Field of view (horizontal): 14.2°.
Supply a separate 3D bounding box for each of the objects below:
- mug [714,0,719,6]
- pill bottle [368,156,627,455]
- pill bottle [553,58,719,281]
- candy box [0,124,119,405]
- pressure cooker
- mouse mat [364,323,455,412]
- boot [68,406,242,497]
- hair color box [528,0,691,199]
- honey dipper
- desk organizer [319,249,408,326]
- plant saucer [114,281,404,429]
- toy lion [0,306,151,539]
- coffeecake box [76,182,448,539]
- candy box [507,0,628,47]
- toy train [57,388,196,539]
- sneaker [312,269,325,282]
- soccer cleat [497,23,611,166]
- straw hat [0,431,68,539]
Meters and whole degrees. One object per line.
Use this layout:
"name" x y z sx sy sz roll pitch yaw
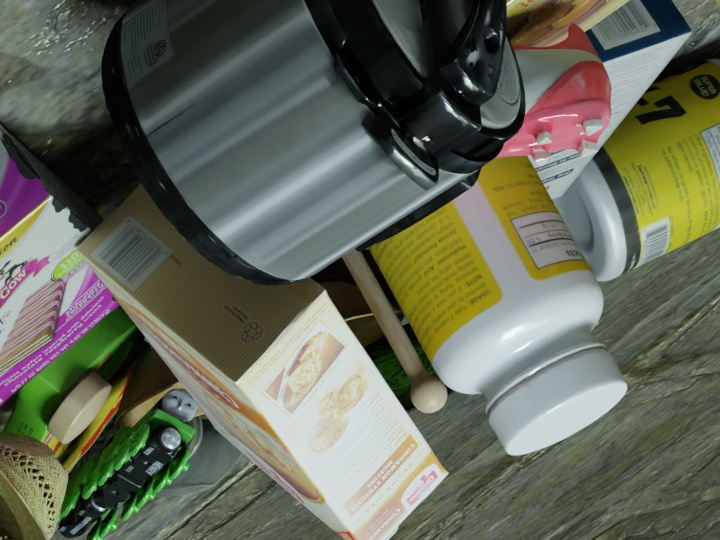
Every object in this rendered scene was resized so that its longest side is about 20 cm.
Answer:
"mug" 0.265 -0.200 1.725 0.149 0.187 0.153 23 154 -12
"pill bottle" 0.075 0.003 1.712 0.111 0.201 0.111 -25 162 -9
"pill bottle" 0.231 -0.082 2.058 0.199 0.115 0.114 -25 162 -17
"candy box" -0.212 0.005 1.646 0.136 0.061 0.200 -40 161 1
"pressure cooker" -0.010 -0.106 1.484 0.200 0.176 0.178 -33 174 24
"mouse mat" 0.040 0.057 1.860 0.199 0.008 0.161 -25 -164 29
"boot" -0.140 0.129 2.078 0.181 0.073 0.200 -13 166 31
"hair color box" 0.123 -0.110 1.894 0.100 0.061 0.200 -20 159 -34
"honey dipper" 0.000 0.000 1.766 0.038 0.201 0.038 -27 163 -9
"desk organizer" 0.036 0.006 1.982 0.199 0.077 0.072 -3 128 3
"plant saucer" -0.071 0.050 1.865 0.199 0.036 0.200 -21 171 -3
"toy lion" -0.191 0.089 1.878 0.192 0.069 0.200 -44 170 -52
"coffeecake box" -0.053 0.053 1.646 0.073 0.153 0.200 -45 141 -10
"candy box" 0.061 -0.142 1.717 0.200 0.055 0.115 -34 161 14
"toy train" -0.149 0.125 1.840 0.200 0.042 0.057 -42 -159 57
"sneaker" -0.054 -0.024 1.835 0.084 0.075 0.200 -26 172 -8
"soccer cleat" 0.045 -0.092 1.655 0.199 0.077 0.067 -9 154 -6
"straw hat" -0.223 0.141 1.749 0.085 0.201 0.201 -38 171 -40
